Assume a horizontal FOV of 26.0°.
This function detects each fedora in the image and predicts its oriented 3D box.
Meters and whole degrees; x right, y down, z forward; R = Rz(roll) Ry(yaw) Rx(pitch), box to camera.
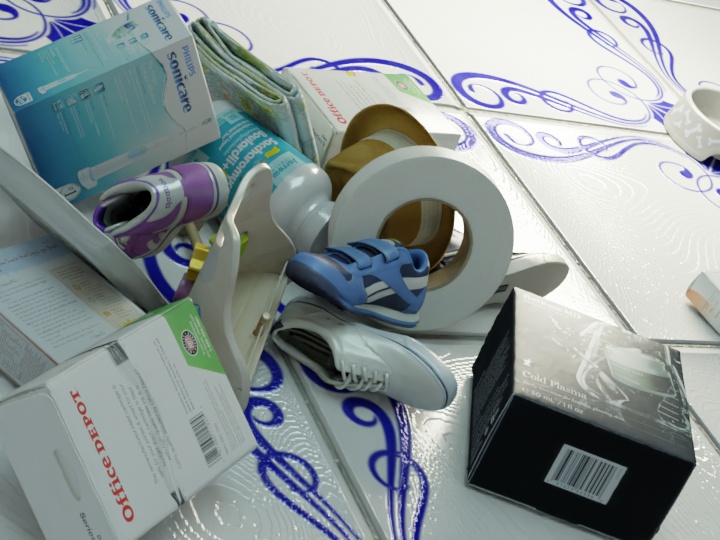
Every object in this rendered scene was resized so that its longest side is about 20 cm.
[{"bbox_3d":[0.019,-0.085,1.733,0.081,0.202,0.201,-16,49,-36],"label":"fedora"}]

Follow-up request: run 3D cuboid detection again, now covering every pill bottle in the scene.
[{"bbox_3d":[-0.107,-0.092,1.720,0.199,0.112,0.110,36,33,19],"label":"pill bottle"}]

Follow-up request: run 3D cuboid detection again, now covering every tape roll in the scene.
[{"bbox_3d":[0.064,-0.032,1.663,0.201,0.205,0.037,15,21,-15],"label":"tape roll"}]

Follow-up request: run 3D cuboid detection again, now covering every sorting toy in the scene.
[{"bbox_3d":[-0.121,-0.002,1.481,0.106,0.181,0.201,18,41,0],"label":"sorting toy"}]

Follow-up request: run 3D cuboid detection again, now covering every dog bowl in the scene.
[{"bbox_3d":[0.574,-0.217,2.434,0.198,0.059,0.201,18,33,-12],"label":"dog bowl"}]

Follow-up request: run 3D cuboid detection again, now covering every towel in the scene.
[{"bbox_3d":[-0.125,-0.188,1.799,0.171,0.201,0.048,40,74,22],"label":"towel"}]

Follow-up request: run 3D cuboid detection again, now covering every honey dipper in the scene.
[{"bbox_3d":[-0.164,-0.015,1.638,0.038,0.038,0.201,3,39,-31],"label":"honey dipper"}]

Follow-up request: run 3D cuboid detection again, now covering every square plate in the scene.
[{"bbox_3d":[-0.282,-0.041,1.502,0.198,0.028,0.200,38,-9,21],"label":"square plate"}]

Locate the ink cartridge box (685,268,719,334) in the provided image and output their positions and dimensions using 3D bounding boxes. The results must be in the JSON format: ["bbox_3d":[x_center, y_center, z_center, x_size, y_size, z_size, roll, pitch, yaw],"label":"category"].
[{"bbox_3d":[0.529,0.078,1.984,0.161,0.050,0.201,-5,50,-41],"label":"ink cartridge box"}]

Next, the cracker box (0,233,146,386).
[{"bbox_3d":[-0.271,0.057,1.434,0.199,0.058,0.134,38,32,20],"label":"cracker box"}]

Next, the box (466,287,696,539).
[{"bbox_3d":[0.220,0.146,1.582,0.198,0.125,0.197,21,29,-7],"label":"box"}]

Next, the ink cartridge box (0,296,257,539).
[{"bbox_3d":[-0.193,0.130,1.291,0.200,0.084,0.147,-32,100,-54],"label":"ink cartridge box"}]

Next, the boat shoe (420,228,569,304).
[{"bbox_3d":[0.149,-0.012,1.811,0.198,0.075,0.093,-6,48,-40],"label":"boat shoe"}]

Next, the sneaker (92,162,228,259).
[{"bbox_3d":[-0.227,-0.056,1.522,0.114,0.200,0.073,-15,82,-40],"label":"sneaker"}]

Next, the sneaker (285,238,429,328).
[{"bbox_3d":[0.000,0.000,1.579,0.074,0.083,0.199,27,7,36],"label":"sneaker"}]

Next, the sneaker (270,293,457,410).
[{"bbox_3d":[-0.001,0.095,1.565,0.198,0.074,0.071,24,40,16],"label":"sneaker"}]

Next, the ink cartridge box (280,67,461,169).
[{"bbox_3d":[0.001,-0.178,1.948,0.198,0.088,0.146,0,39,-38],"label":"ink cartridge box"}]

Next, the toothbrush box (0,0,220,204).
[{"bbox_3d":[-0.260,-0.173,1.623,0.198,0.147,0.086,-25,49,-10],"label":"toothbrush box"}]
